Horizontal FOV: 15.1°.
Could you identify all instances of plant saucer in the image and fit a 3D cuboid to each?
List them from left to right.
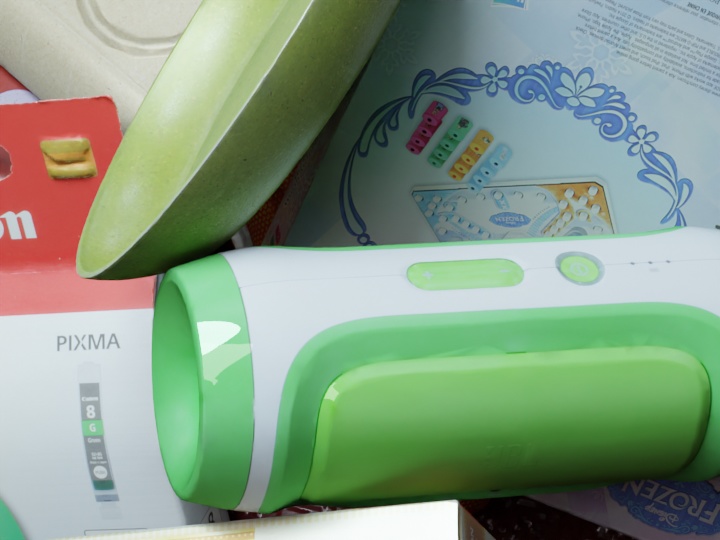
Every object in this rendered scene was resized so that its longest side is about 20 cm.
[{"bbox_3d":[-0.027,-0.076,0.894,0.031,0.200,0.200,32,81,-14],"label":"plant saucer"}]

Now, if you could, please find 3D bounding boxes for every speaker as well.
[{"bbox_3d":[0.038,0.031,0.870,0.200,0.088,0.088,-3,66,-16],"label":"speaker"}]

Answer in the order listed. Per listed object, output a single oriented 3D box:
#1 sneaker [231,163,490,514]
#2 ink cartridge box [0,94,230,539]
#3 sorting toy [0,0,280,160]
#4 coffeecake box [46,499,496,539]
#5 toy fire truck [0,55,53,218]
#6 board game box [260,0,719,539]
[{"bbox_3d":[0.000,0.000,1.018,0.077,0.073,0.200,-31,82,42],"label":"sneaker"},{"bbox_3d":[-0.146,0.038,1.021,0.161,0.200,0.050,-3,30,17],"label":"ink cartridge box"},{"bbox_3d":[-0.072,-0.155,1.037,0.185,0.036,0.200,41,86,25],"label":"sorting toy"},{"bbox_3d":[-0.013,0.143,0.924,0.153,0.200,0.073,-7,69,15],"label":"coffeecake box"},{"bbox_3d":[-0.120,-0.081,1.102,0.200,0.112,0.168,36,66,25],"label":"toy fire truck"},{"bbox_3d":[0.080,-0.018,0.939,0.200,0.043,0.199,22,109,-11],"label":"board game box"}]
